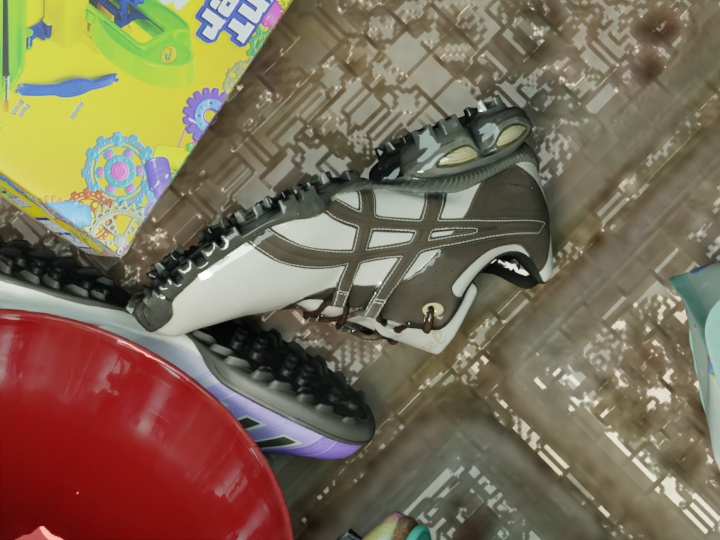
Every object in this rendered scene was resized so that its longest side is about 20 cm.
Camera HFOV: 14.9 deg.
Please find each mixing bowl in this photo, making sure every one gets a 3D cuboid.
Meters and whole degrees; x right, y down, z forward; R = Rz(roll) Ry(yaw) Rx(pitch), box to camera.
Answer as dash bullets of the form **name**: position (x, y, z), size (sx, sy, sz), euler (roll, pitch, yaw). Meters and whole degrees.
- **mixing bowl**: position (-0.136, 0.125, 1.115), size (0.199, 0.109, 0.201), euler (16, 40, -14)

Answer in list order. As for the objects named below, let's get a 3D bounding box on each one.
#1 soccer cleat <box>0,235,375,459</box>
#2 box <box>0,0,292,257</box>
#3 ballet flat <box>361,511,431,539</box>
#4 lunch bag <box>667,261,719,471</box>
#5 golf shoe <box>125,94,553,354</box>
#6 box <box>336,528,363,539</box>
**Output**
- **soccer cleat**: position (-0.092, 0.050, 1.203), size (0.199, 0.068, 0.074), euler (20, 105, -1)
- **box**: position (-0.131, -0.141, 1.172), size (0.192, 0.122, 0.201), euler (36, 83, -11)
- **ballet flat**: position (-0.016, 0.192, 1.065), size (0.071, 0.069, 0.201), euler (2, 82, 21)
- **lunch bag**: position (0.223, 0.045, 1.115), size (0.169, 0.200, 0.123), euler (-15, 102, 4)
- **golf shoe**: position (0.000, 0.000, 1.181), size (0.199, 0.078, 0.095), euler (-24, 93, -20)
- **box**: position (0.034, 0.241, 1.144), size (0.196, 0.117, 0.201), euler (27, 84, 3)
